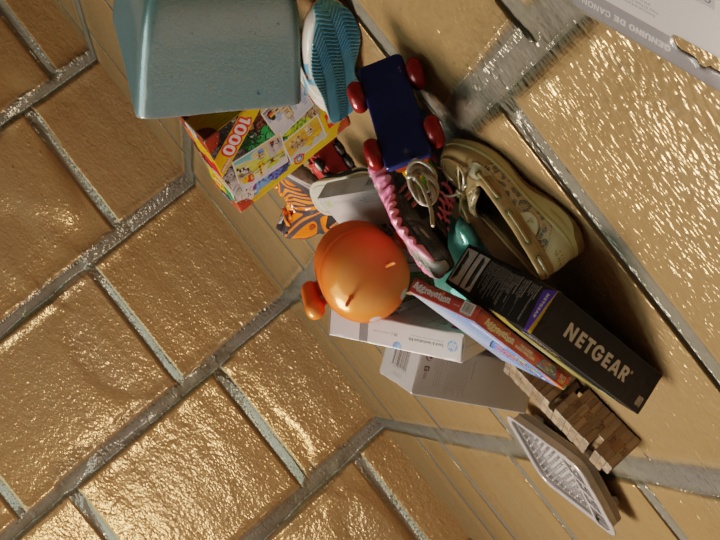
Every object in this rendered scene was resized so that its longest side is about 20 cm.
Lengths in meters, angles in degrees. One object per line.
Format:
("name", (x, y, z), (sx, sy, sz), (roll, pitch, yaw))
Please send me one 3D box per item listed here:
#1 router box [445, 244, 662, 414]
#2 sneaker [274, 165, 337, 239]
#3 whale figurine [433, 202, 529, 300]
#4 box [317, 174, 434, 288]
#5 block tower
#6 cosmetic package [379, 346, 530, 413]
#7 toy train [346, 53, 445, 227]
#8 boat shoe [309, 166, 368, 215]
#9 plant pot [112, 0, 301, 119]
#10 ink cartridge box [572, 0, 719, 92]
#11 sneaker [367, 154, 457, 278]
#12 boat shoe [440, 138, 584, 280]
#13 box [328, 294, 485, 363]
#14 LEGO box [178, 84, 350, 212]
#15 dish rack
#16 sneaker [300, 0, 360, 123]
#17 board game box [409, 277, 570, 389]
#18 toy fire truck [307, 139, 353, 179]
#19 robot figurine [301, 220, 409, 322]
("router box", (0.205, 0.062, 1.035), (0.199, 0.053, 0.157), (35, 179, -33))
("sneaker", (-0.119, -0.117, 1.586), (0.199, 0.112, 0.078), (34, -158, -26))
("whale figurine", (0.116, -0.016, 1.169), (0.201, 0.103, 0.160), (51, 170, 20))
("box", (0.051, -0.047, 1.311), (0.143, 0.037, 0.201), (-2, 136, 48))
("block tower", (0.268, 0.170, 1.264), (0.200, 0.057, 0.054), (49, 168, 21))
("cosmetic package", (0.138, 0.140, 1.366), (0.197, 0.073, 0.101), (13, -175, -27))
("toy train", (0.056, -0.115, 1.029), (0.116, 0.083, 0.203), (48, -155, -66))
("boat shoe", (0.011, -0.113, 1.361), (0.198, 0.062, 0.076), (-4, 116, 50))
("plant pot", (-0.171, -0.318, 1.085), (0.202, 0.193, 0.198), (103, 153, -47))
("ink cartridge box", (0.190, -0.174, 0.459), (0.200, 0.083, 0.177), (44, 166, 34))
("sneaker", (0.076, -0.078, 1.100), (0.079, 0.094, 0.202), (57, -172, -45))
("boat shoe", (0.142, -0.068, 1.008), (0.200, 0.062, 0.074), (43, 166, 37))
("box", (0.080, 0.070, 1.301), (0.197, 0.155, 0.042), (8, 102, 29))
("LEGO box", (-0.126, -0.201, 1.300), (0.077, 0.199, 0.150), (42, 166, 34))
("dish rack", (0.319, 0.301, 1.494), (0.173, 0.043, 0.199), (57, 167, -29))
("sneaker", (-0.047, -0.255, 1.148), (0.081, 0.076, 0.201), (49, 166, 19))
("board game box", (0.145, 0.072, 1.071), (0.102, 0.020, 0.199), (27, 173, 47))
("toy fire truck", (-0.056, -0.162, 1.522), (0.201, 0.049, 0.141), (54, 169, -16))
("robot figurine", (-0.001, 0.001, 1.223), (0.200, 0.141, 0.119), (-129, 43, -79))
